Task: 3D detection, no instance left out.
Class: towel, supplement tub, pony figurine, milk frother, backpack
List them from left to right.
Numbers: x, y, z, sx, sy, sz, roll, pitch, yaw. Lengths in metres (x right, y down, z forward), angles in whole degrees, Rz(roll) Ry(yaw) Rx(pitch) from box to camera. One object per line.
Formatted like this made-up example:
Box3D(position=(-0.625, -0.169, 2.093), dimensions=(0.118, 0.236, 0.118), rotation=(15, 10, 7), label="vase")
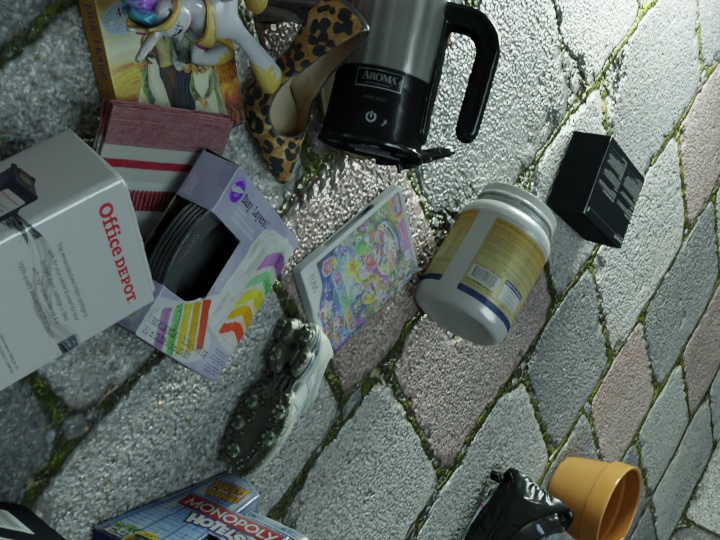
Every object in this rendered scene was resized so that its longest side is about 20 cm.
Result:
Box3D(position=(-0.204, -0.059, 0.817), dimensions=(0.143, 0.023, 0.202), rotation=(-2, 121, -51), label="towel")
Box3D(position=(-0.113, -0.256, 0.744), dimensions=(0.200, 0.165, 0.195), rotation=(-3, 116, -67), label="pony figurine")
Box3D(position=(0.049, -0.214, 0.981), dimensions=(0.178, 0.200, 0.190), rotation=(13, 89, -12), label="milk frother")
Box3D(position=(0.183, -0.010, 1.244), dimensions=(0.201, 0.143, 0.145), rotation=(-58, 140, -16), label="supplement tub")
Box3D(position=(0.268, 0.476, 1.544), dimensions=(0.200, 0.166, 0.127), rotation=(-48, 142, -18), label="backpack")

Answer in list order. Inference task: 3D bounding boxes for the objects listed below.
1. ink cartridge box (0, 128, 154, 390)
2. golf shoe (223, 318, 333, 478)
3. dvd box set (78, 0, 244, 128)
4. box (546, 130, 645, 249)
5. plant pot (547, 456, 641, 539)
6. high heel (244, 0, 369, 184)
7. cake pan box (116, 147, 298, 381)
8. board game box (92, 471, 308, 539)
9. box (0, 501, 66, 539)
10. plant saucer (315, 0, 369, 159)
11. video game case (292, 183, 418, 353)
Box3D(position=(-0.276, 0.003, 0.681), dimensions=(0.199, 0.084, 0.146), rotation=(-33, 146, -26), label="ink cartridge box")
Box3D(position=(-0.087, 0.162, 1.041), dimensions=(0.201, 0.078, 0.097), rotation=(-62, 145, -11), label="golf shoe")
Box3D(position=(-0.181, -0.212, 0.806), dimensions=(0.146, 0.029, 0.202), rotation=(-31, 128, -40), label="dvd box set")
Box3D(position=(0.420, -0.139, 1.537), dimensions=(0.199, 0.078, 0.143), rotation=(28, 79, -52), label="box")
Box3D(position=(0.478, 0.478, 1.810), dimensions=(0.199, 0.139, 0.202), rotation=(-24, 123, -43), label="plant pot")
Box3D(position=(-0.050, -0.176, 0.890), dimensions=(0.071, 0.142, 0.202), rotation=(-22, 121, -44), label="high heel")
Box3D(position=(-0.152, 0.001, 0.867), dimensions=(0.185, 0.052, 0.200), rotation=(-61, 158, -13), label="cake pan box")
Box3D(position=(-0.151, 0.297, 0.954), dimensions=(0.199, 0.198, 0.062), rotation=(-25, 125, -60), label="board game box")
Box3D(position=(-0.362, 0.297, 0.729), dimensions=(0.148, 0.106, 0.202), rotation=(39, 73, -51), label="box")
Box3D(position=(0.010, -0.234, 1.035), dimensions=(0.199, 0.029, 0.202), rotation=(-22, 120, -45), label="plant saucer")
Box3D(position=(0.000, 0.000, 1.126), dimensions=(0.200, 0.018, 0.144), rotation=(-42, 134, -32), label="video game case")
